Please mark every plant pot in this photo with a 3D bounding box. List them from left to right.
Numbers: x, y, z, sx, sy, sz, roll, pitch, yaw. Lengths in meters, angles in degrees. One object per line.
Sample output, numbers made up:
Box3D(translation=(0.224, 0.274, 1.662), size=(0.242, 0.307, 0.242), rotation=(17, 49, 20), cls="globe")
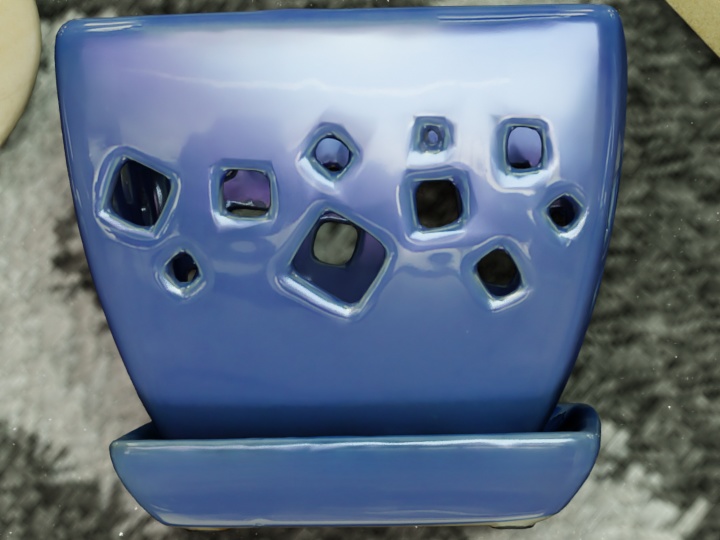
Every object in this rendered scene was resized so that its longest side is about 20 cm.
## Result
Box3D(translation=(0.000, 0.000, 0.994), size=(0.198, 0.200, 0.181), rotation=(-1, 91, 4), cls="plant pot")

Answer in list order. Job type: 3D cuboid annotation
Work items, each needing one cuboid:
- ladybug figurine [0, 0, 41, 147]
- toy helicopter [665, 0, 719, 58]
Box3D(translation=(-0.220, -0.071, 1.074), size=(0.199, 0.072, 0.137), rotation=(-18, 84, 2), cls="ladybug figurine")
Box3D(translation=(0.114, -0.135, 1.047), size=(0.079, 0.132, 0.200), rotation=(-36, 108, 30), cls="toy helicopter")
